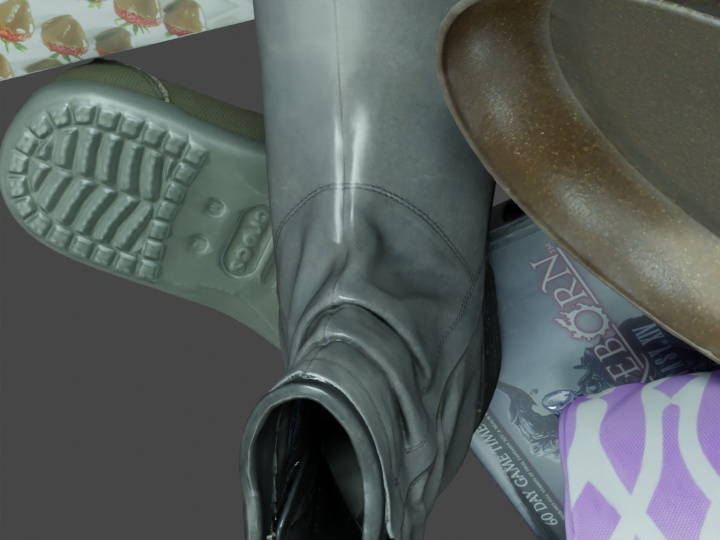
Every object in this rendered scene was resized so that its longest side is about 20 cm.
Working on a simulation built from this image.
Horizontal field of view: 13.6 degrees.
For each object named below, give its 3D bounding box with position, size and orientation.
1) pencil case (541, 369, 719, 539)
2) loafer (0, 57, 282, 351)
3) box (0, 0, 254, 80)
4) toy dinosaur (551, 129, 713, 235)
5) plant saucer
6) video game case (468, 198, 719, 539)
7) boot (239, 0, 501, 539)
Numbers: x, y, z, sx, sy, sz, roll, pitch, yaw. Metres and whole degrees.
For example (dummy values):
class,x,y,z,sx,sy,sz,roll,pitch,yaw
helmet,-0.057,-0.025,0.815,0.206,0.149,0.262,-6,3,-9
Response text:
class,x,y,z,sx,sy,sz,roll,pitch,yaw
pencil case,0.152,0.060,0.846,0.199,0.084,0.085,-11,155,20
loafer,-0.015,-0.016,0.931,0.199,0.070,0.075,28,115,-17
box,-0.042,-0.096,0.874,0.199,0.042,0.039,-9,127,36
toy dinosaur,0.094,-0.110,0.776,0.102,0.077,0.200,24,126,-21
plant saucer,0.110,-0.016,0.724,0.200,0.032,0.200,31,164,10
video game case,0.118,0.017,0.881,0.199,0.019,0.143,-25,119,25
boot,0.000,0.000,0.801,0.069,0.132,0.201,-3,121,17
